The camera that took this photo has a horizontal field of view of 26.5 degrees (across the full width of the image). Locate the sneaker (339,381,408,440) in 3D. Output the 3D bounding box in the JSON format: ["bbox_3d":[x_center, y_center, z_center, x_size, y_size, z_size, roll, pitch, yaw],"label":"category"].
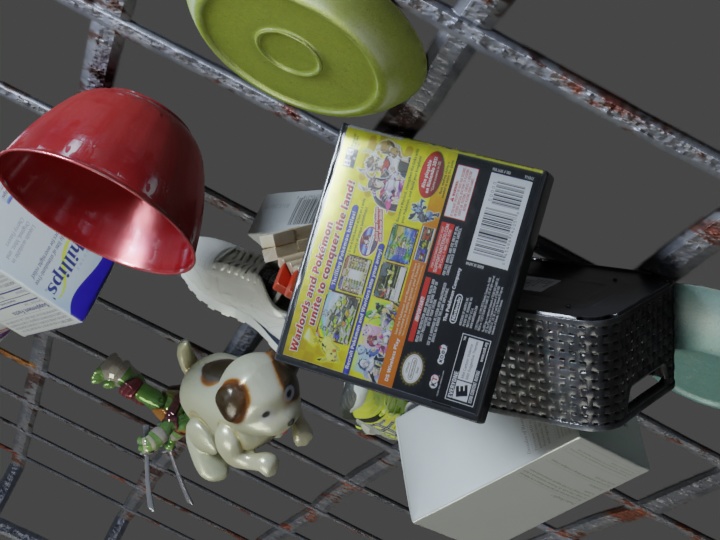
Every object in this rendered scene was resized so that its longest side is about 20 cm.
[{"bbox_3d":[0.028,0.128,1.559,0.076,0.076,0.200,10,169,14],"label":"sneaker"}]

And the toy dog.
[{"bbox_3d":[-0.136,0.154,1.862,0.195,0.139,0.200,65,154,-1],"label":"toy dog"}]

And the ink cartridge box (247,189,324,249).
[{"bbox_3d":[0.000,0.000,1.441,0.109,0.051,0.200,-1,146,47],"label":"ink cartridge box"}]

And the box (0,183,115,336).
[{"bbox_3d":[-0.409,-0.024,1.751,0.200,0.105,0.184,36,155,-24],"label":"box"}]

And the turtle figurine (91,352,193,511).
[{"bbox_3d":[-0.291,0.218,2.086,0.194,0.144,0.201,39,118,14],"label":"turtle figurine"}]

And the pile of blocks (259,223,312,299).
[{"bbox_3d":[-0.032,0.031,1.296,0.200,0.062,0.083,40,133,40],"label":"pile of blocks"}]

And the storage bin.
[{"bbox_3d":[0.147,0.054,1.259,0.199,0.135,0.094,9,111,36],"label":"storage bin"}]

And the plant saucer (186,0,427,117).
[{"bbox_3d":[-0.047,-0.172,1.132,0.199,0.031,0.200,21,158,9],"label":"plant saucer"}]

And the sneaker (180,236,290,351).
[{"bbox_3d":[-0.106,0.011,1.543,0.199,0.076,0.081,31,149,25],"label":"sneaker"}]

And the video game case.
[{"bbox_3d":[0.041,-0.001,1.205,0.180,0.201,0.025,15,178,22],"label":"video game case"}]

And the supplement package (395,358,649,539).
[{"bbox_3d":[0.148,0.162,1.431,0.200,0.118,0.117,-32,140,30],"label":"supplement package"}]

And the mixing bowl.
[{"bbox_3d":[-0.217,-0.094,1.383,0.199,0.109,0.200,22,159,9],"label":"mixing bowl"}]

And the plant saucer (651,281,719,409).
[{"bbox_3d":[0.304,0.078,1.310,0.200,0.039,0.201,22,159,9],"label":"plant saucer"}]

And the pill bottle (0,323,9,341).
[{"bbox_3d":[-0.492,0.038,1.972,0.112,0.113,0.200,30,158,-13],"label":"pill bottle"}]

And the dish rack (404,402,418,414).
[{"bbox_3d":[0.145,0.138,1.537,0.171,0.044,0.200,-17,144,12],"label":"dish rack"}]
